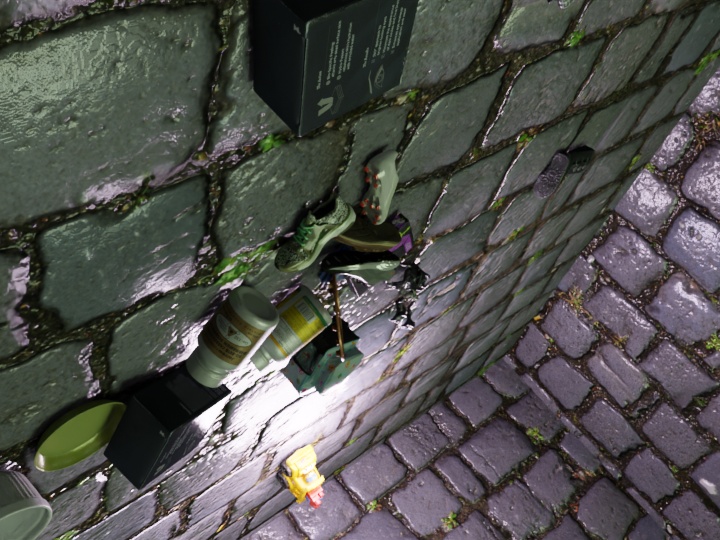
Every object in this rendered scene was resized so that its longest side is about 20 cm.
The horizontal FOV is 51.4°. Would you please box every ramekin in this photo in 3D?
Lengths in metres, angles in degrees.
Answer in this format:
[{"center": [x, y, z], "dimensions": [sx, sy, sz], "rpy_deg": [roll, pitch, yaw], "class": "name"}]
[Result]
[{"center": [-0.697, 0.467, 1.403], "dimensions": [0.200, 0.105, 0.200], "rpy_deg": [-36, 158, -17], "class": "ramekin"}]

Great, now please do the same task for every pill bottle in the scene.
[{"center": [-0.265, 0.138, 1.525], "dimensions": [0.200, 0.114, 0.114], "rpy_deg": [-50, 157, 18], "class": "pill bottle"}, {"center": [-0.172, 0.135, 1.685], "dimensions": [0.200, 0.113, 0.113], "rpy_deg": [-39, 158, -10], "class": "pill bottle"}]

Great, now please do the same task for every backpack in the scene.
[{"center": [-0.101, 0.240, 1.962], "dimensions": [0.200, 0.154, 0.175], "rpy_deg": [-47, 164, 30], "class": "backpack"}]

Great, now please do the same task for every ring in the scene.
[{"center": [-0.055, 0.106, 1.699], "dimensions": [0.019, 0.202, 0.201], "rpy_deg": [-6, 154, -1], "class": "ring"}]

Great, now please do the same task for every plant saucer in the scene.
[{"center": [-0.553, 0.318, 1.476], "dimensions": [0.200, 0.031, 0.200], "rpy_deg": [-37, 159, -16], "class": "plant saucer"}]

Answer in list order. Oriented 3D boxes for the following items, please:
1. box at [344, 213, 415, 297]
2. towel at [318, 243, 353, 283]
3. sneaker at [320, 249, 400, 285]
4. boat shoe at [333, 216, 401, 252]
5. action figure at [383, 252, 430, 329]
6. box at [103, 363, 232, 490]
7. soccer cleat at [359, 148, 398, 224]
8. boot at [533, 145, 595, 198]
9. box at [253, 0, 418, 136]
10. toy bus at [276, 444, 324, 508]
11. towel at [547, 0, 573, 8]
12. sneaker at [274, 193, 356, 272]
[{"center": [0.045, -0.033, 1.807], "dimensions": [0.200, 0.036, 0.143], "rpy_deg": [-42, 158, -7], "class": "box"}, {"center": [-0.008, -0.037, 1.782], "dimensions": [0.200, 0.024, 0.145], "rpy_deg": [-9, 138, -57], "class": "towel"}, {"center": [0.000, 0.000, 1.688], "dimensions": [0.199, 0.074, 0.080], "rpy_deg": [0, 118, -34], "class": "sneaker"}, {"center": [0.003, -0.069, 1.641], "dimensions": [0.199, 0.072, 0.068], "rpy_deg": [6, 142, -45], "class": "boat shoe"}, {"center": [0.125, 0.054, 2.067], "dimensions": [0.119, 0.102, 0.201], "rpy_deg": [27, 69, -40], "class": "action figure"}, {"center": [-0.404, 0.319, 1.575], "dimensions": [0.197, 0.117, 0.200], "rpy_deg": [-56, 167, 30], "class": "box"}, {"center": [0.046, -0.169, 1.561], "dimensions": [0.077, 0.069, 0.200], "rpy_deg": [-38, 156, -23], "class": "soccer cleat"}, {"center": [0.638, -0.309, 2.341], "dimensions": [0.200, 0.066, 0.165], "rpy_deg": [-24, 154, -49], "class": "boot"}, {"center": [-0.036, -0.325, 1.030], "dimensions": [0.200, 0.117, 0.197], "rpy_deg": [-33, 157, -26], "class": "box"}, {"center": [-0.195, 0.758, 2.709], "dimensions": [0.135, 0.192, 0.201], "rpy_deg": [-26, 152, -32], "class": "toy bus"}, {"center": [0.406, -0.594, 1.360], "dimensions": [0.200, 0.086, 0.166], "rpy_deg": [-41, 158, -5], "class": "towel"}, {"center": [-0.101, -0.083, 1.479], "dimensions": [0.200, 0.077, 0.089], "rpy_deg": [-44, 146, -10], "class": "sneaker"}]
